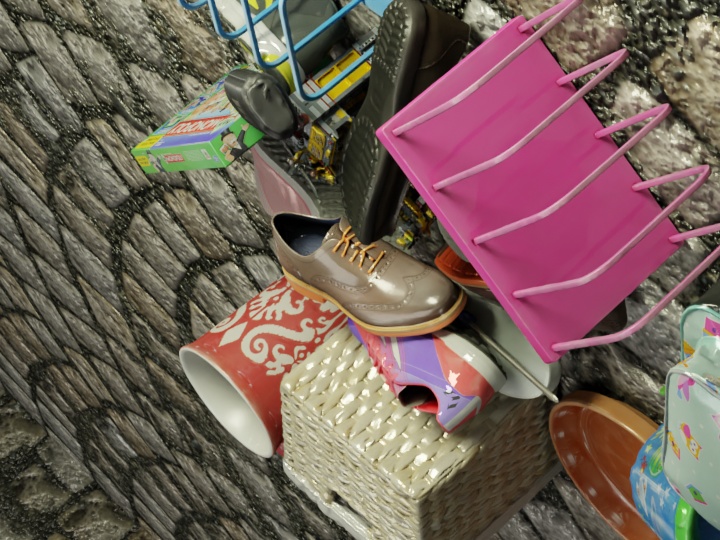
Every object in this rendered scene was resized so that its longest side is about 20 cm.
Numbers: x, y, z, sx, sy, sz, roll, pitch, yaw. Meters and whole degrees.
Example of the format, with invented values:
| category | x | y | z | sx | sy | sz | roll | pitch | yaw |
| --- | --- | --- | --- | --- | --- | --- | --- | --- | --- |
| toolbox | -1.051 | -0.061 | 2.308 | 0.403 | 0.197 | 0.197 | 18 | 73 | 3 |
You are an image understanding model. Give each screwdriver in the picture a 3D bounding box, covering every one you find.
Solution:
| category | x | y | z | sx | sy | sz | roll | pitch | yaw |
| --- | --- | --- | --- | --- | --- | --- | --- | --- | --- |
| screwdriver | 0.104 | 0.053 | 1.602 | 0.200 | 0.029 | 0.028 | 38 | 126 | 37 |

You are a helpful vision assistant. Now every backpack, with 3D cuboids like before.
| category | x | y | z | sx | sy | sz | roll | pitch | yaw |
| --- | --- | --- | --- | --- | --- | --- | --- | --- | --- |
| backpack | 0.294 | 0.103 | 1.242 | 0.199 | 0.153 | 0.176 | 30 | 149 | 27 |

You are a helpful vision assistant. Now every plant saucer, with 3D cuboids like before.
| category | x | y | z | sx | sy | sz | roll | pitch | yaw |
| --- | --- | --- | --- | --- | --- | --- | --- | --- | --- |
| plant saucer | 0.244 | 0.181 | 1.662 | 0.200 | 0.032 | 0.201 | 43 | 160 | 20 |

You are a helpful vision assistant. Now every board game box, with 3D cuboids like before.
| category | x | y | z | sx | sy | sz | roll | pitch | yaw |
| --- | --- | --- | --- | --- | --- | --- | --- | --- | --- |
| board game box | -0.113 | -0.138 | 1.710 | 0.029 | 0.134 | 0.200 | 56 | 159 | -16 |

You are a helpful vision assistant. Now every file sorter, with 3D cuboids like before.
| category | x | y | z | sx | sy | sz | roll | pitch | yaw |
| --- | --- | --- | --- | --- | --- | --- | --- | --- | --- |
| file sorter | -0.070 | -0.243 | 1.446 | 0.200 | 0.123 | 0.139 | 39 | 157 | 29 |
| file sorter | 0.140 | -0.063 | 1.289 | 0.200 | 0.139 | 0.125 | 53 | 159 | -8 |

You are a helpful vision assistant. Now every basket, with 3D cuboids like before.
| category | x | y | z | sx | sy | sz | roll | pitch | yaw |
| --- | --- | --- | --- | --- | --- | --- | --- | --- | --- |
| basket | 0.052 | 0.140 | 1.756 | 0.198 | 0.200 | 0.161 | 38 | 155 | 29 |

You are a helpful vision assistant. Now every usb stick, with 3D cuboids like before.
| category | x | y | z | sx | sy | sz | roll | pitch | yaw |
| --- | --- | --- | --- | --- | --- | --- | --- | --- | --- |
| usb stick | -0.078 | -0.131 | 1.506 | 0.056 | 0.033 | 0.200 | 53 | 178 | -10 |

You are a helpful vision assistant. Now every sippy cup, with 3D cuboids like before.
| category | x | y | z | sx | sy | sz | roll | pitch | yaw |
| --- | --- | --- | --- | --- | --- | --- | --- | --- | --- |
| sippy cup | 0.272 | 0.170 | 1.454 | 0.139 | 0.179 | 0.130 | 10 | -172 | -22 |

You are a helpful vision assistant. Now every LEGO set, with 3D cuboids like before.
| category | x | y | z | sx | sy | sz | roll | pitch | yaw |
| --- | --- | --- | --- | --- | --- | --- | --- | --- | --- |
| LEGO set | 0.004 | -0.089 | 1.564 | 0.154 | 0.116 | 0.200 | 48 | 160 | 5 |

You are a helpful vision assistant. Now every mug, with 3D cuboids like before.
| category | x | y | z | sx | sy | sz | roll | pitch | yaw |
| --- | --- | --- | --- | --- | --- | --- | --- | --- | --- |
| mug | -0.056 | 0.074 | 1.868 | 0.133 | 0.200 | 0.178 | 41 | 159 | 22 |

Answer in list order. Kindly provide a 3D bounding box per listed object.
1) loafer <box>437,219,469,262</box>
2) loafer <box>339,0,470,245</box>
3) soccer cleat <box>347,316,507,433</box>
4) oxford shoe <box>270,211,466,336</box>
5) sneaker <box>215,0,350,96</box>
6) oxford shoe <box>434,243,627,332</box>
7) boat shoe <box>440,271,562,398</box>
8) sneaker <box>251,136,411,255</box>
| category | x | y | z | sx | sy | sz | roll | pitch | yaw |
| --- | --- | --- | --- | --- | --- | --- | --- | --- | --- |
| loafer | 0.105 | -0.076 | 1.468 | 0.072 | 0.063 | 0.200 | 51 | 158 | 15 |
| loafer | 0.038 | -0.104 | 1.436 | 0.073 | 0.071 | 0.201 | -115 | 34 | -50 |
| soccer cleat | 0.039 | 0.076 | 1.635 | 0.200 | 0.073 | 0.068 | 25 | 159 | 51 |
| oxford shoe | 0.000 | 0.000 | 1.624 | 0.199 | 0.071 | 0.073 | 16 | 149 | 38 |
| sneaker | -0.063 | -0.206 | 1.578 | 0.075 | 0.084 | 0.200 | 56 | 180 | -35 |
| oxford shoe | 0.132 | 0.011 | 1.544 | 0.200 | 0.071 | 0.073 | 19 | 150 | 56 |
| boat shoe | 0.115 | 0.046 | 1.653 | 0.200 | 0.063 | 0.071 | 36 | 124 | 47 |
| sneaker | -0.029 | -0.056 | 1.768 | 0.200 | 0.075 | 0.105 | 50 | 162 | 10 |
